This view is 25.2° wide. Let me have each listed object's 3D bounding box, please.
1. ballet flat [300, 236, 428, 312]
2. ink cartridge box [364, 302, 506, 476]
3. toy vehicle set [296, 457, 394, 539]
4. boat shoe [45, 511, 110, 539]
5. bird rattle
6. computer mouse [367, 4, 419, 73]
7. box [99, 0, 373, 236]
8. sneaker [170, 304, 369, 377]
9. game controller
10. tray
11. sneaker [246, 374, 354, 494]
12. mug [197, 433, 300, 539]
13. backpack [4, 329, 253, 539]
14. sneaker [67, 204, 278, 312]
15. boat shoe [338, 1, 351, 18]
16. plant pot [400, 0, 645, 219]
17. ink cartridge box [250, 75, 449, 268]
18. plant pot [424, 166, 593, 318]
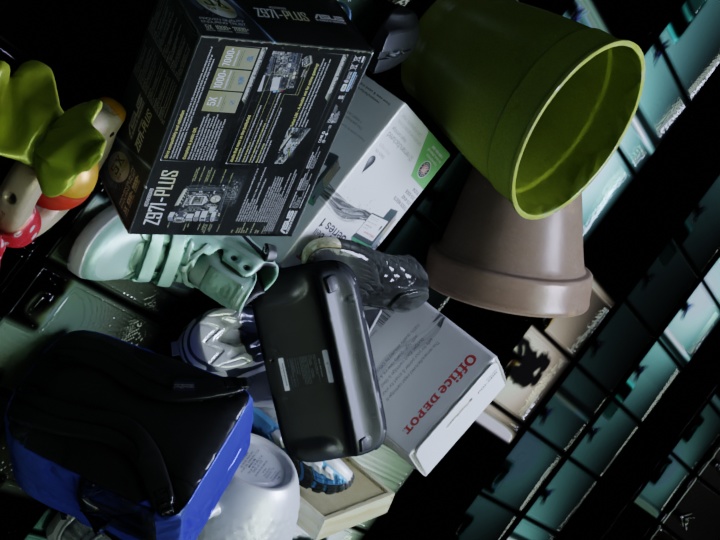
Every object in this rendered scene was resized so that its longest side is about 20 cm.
[{"bbox_3d":[0.000,0.000,1.601,0.066,0.057,0.200,-41,150,19],"label":"ballet flat"},{"bbox_3d":[0.041,0.108,1.789,0.147,0.200,0.083,-47,153,-10],"label":"ink cartridge box"},{"bbox_3d":[-0.073,0.206,1.729,0.124,0.200,0.027,-10,130,-51],"label":"toy vehicle set"},{"bbox_3d":[-0.258,0.296,1.694,0.075,0.065,0.202,-49,152,-7],"label":"boat shoe"},{"bbox_3d":[-0.248,-0.064,1.268,0.163,0.112,0.201,-38,156,-59],"label":"bird rattle"},{"bbox_3d":[0.018,-0.198,1.503,0.059,0.034,0.200,-61,176,34],"label":"computer mouse"},{"bbox_3d":[-0.107,-0.130,1.335,0.163,0.086,0.201,-1,132,-33],"label":"box"},{"bbox_3d":[-0.100,0.070,1.620,0.198,0.129,0.080,-11,89,-31],"label":"sneaker"},{"bbox_3d":[-0.039,0.090,1.539,0.042,0.104,0.201,-65,146,-69],"label":"game controller"},{"bbox_3d":[-0.046,0.094,1.670,0.200,0.107,0.022,-59,136,-63],"label":"tray"},{"bbox_3d":[-0.079,0.152,1.669,0.087,0.199,0.075,-47,163,-29],"label":"sneaker"},{"bbox_3d":[-0.150,0.262,1.594,0.200,0.147,0.176,-23,145,-59],"label":"mug"},{"bbox_3d":[-0.220,0.165,1.454,0.168,0.199,0.163,101,15,-48],"label":"backpack"},{"bbox_3d":[-0.159,-0.009,1.439,0.200,0.118,0.074,-13,135,-49],"label":"sneaker"},{"bbox_3d":[-0.048,-0.227,1.390,0.069,0.084,0.200,-43,155,7],"label":"boat shoe"},{"bbox_3d":[0.150,-0.188,1.621,0.200,0.193,0.201,-37,149,-27],"label":"plant pot"},{"bbox_3d":[-0.021,-0.081,1.601,0.200,0.084,0.146,-53,152,0],"label":"ink cartridge box"},{"bbox_3d":[0.185,-0.055,1.864,0.200,0.199,0.176,-7,112,-54],"label":"plant pot"}]
